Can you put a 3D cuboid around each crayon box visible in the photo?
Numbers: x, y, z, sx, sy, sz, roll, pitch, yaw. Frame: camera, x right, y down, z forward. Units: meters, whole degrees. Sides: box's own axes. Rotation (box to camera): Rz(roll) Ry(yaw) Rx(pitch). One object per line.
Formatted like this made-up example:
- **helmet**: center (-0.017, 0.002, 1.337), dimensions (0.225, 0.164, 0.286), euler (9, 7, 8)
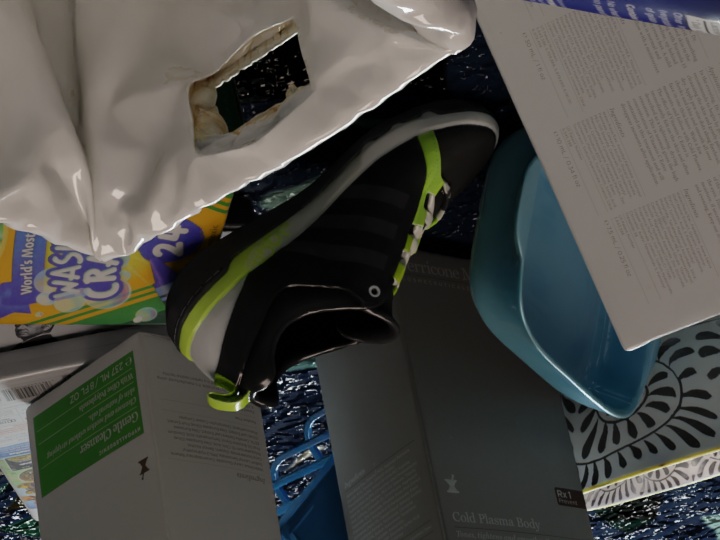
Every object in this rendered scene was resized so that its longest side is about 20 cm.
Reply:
- **crayon box**: center (-0.162, -0.033, 1.057), dimensions (0.199, 0.052, 0.126), euler (1, 138, -18)

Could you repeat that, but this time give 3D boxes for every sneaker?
- **sneaker**: center (0.000, 0.000, 1.097), dimensions (0.200, 0.083, 0.072), euler (-36, 156, -17)

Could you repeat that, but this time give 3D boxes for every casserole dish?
- **casserole dish**: center (0.105, 0.000, 1.176), dimensions (0.039, 0.122, 0.200), euler (2, 160, 27)

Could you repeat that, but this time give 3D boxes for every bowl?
- **bowl**: center (0.182, 0.068, 1.317), dimensions (0.199, 0.095, 0.201), euler (-15, 169, -3)

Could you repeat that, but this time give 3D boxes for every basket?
- **basket**: center (-0.101, -0.131, 0.805), dimensions (0.198, 0.162, 0.199), euler (-29, 148, 33)

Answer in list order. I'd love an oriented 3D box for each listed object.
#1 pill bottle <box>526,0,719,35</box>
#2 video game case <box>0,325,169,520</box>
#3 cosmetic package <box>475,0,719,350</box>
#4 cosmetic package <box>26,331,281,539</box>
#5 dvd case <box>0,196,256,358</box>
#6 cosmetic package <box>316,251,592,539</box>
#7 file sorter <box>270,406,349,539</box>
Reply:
- **pill bottle**: center (0.136, -0.143, 0.841), dimensions (0.199, 0.116, 0.116), euler (12, 156, 16)
- **video game case**: center (-0.137, 0.086, 1.294), dimensions (0.142, 0.018, 0.200), euler (-11, 153, 1)
- **cosmetic package**: center (0.140, -0.087, 0.948), dimensions (0.150, 0.201, 0.052), euler (-21, -171, 22)
- **cosmetic package**: center (-0.100, 0.148, 1.185), dimensions (0.085, 0.201, 0.107), euler (16, 142, -41)
- **dvd case**: center (-0.150, 0.020, 1.212), dimensions (0.149, 0.025, 0.200), euler (0, 149, -19)
- **cosmetic package**: center (0.049, 0.096, 1.220), dimensions (0.106, 0.201, 0.090), euler (8, 150, -35)
- **file sorter**: center (-0.002, 0.166, 1.309), dimensions (0.122, 0.139, 0.200), euler (-29, -168, 37)
